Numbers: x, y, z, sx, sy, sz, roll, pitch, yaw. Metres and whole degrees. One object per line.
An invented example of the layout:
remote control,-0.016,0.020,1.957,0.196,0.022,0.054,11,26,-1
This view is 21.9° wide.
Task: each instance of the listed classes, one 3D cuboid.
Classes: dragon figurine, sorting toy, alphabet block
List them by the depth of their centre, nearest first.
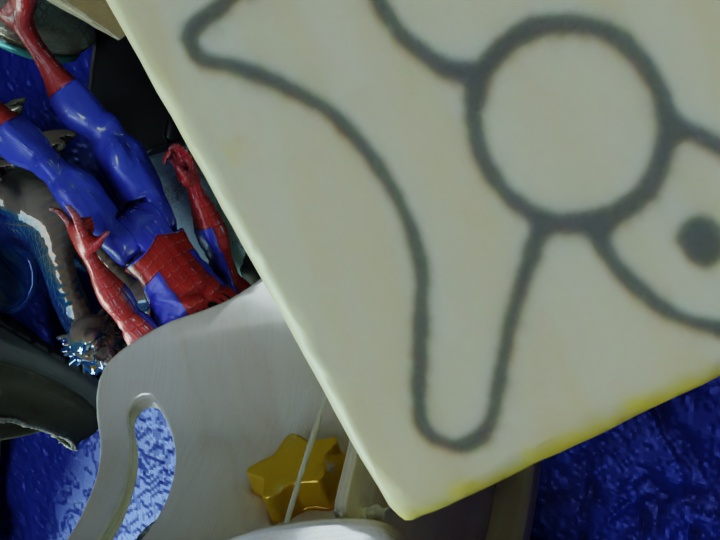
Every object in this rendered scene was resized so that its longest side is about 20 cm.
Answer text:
alphabet block,0.070,-0.075,0.545,0.195,0.196,0.200,-29,90,32
sorting toy,-0.034,0.062,0.665,0.180,0.200,0.107,-12,127,24
dragon figurine,-0.154,-0.019,0.839,0.200,0.059,0.100,23,136,48

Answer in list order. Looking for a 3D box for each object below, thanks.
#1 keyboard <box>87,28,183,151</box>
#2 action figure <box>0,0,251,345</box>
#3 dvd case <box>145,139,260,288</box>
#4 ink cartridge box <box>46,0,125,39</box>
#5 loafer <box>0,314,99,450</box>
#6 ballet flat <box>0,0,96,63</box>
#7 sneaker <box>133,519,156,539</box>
keyboard,-0.053,-0.125,0.763,0.127,0.021,0.200,32,127,26
action figure,-0.095,-0.022,0.756,0.200,0.065,0.052,54,147,-4
dvd case,0.000,0.000,0.759,0.200,0.022,0.146,-10,110,41
ink cartridge box,-0.104,-0.209,0.666,0.165,0.075,0.200,35,91,22
loafer,-0.188,0.047,0.841,0.075,0.200,0.070,30,87,35
ballet flat,-0.192,-0.157,0.830,0.200,0.067,0.062,30,115,27
sneaker,-0.106,0.193,0.921,0.087,0.075,0.200,37,136,6
